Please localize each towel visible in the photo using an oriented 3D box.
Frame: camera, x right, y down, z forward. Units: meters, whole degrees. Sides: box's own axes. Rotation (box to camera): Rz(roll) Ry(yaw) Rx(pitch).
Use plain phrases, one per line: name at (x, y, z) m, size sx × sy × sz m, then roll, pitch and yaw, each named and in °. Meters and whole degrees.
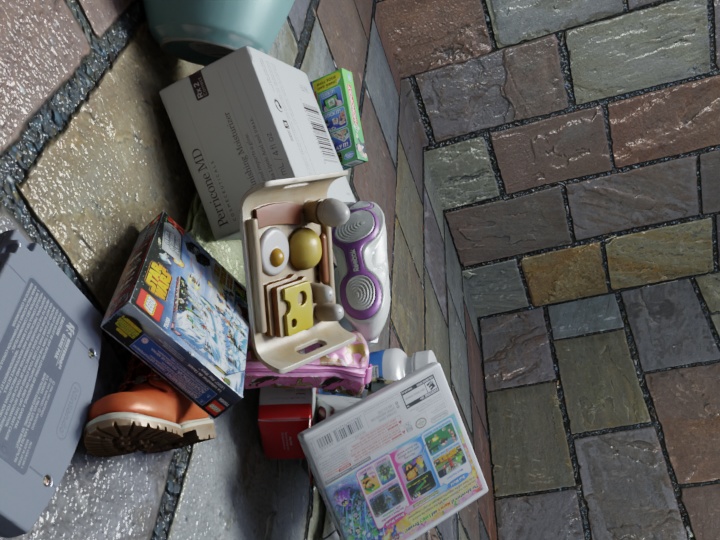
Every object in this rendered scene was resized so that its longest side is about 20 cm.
towel at (-0.168, -0.017, 0.970) m, size 0.149 × 0.036 × 0.200 m, roll -86°, pitch 159°, yaw -45°

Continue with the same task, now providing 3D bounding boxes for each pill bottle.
pill bottle at (0.025, 0.187, 1.206) m, size 0.112 × 0.200 × 0.112 m, roll -12°, pitch 90°, yaw -76°

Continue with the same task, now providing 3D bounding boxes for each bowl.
bowl at (-0.182, -0.315, 0.919) m, size 0.201 × 0.200 × 0.105 m, roll 12°, pitch 87°, yaw -74°

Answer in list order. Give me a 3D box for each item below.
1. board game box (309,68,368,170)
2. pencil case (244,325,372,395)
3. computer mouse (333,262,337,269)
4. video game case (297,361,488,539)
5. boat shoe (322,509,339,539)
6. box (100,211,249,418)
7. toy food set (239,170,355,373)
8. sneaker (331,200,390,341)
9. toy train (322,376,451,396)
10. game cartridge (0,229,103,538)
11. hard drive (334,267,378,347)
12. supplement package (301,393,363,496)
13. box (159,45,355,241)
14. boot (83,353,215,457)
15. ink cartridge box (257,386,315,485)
board game box at (-0.090, -0.194, 1.091) m, size 0.029 × 0.200 × 0.135 m, roll 2°, pitch 75°, yaw -58°
pencil case at (-0.086, 0.105, 0.878) m, size 0.200 × 0.083 × 0.087 m, roll 5°, pitch 52°, yaw -28°
computer mouse at (-0.080, -0.041, 1.151) m, size 0.200 × 0.034 × 0.059 m, roll 42°, pitch -46°, yaw 36°
video game case at (0.044, 0.235, 0.909) m, size 0.024 × 0.200 × 0.182 m, roll -5°, pitch -72°, yaw 65°
boat shoe at (-0.030, 0.345, 1.160) m, size 0.070 × 0.071 × 0.200 m, roll 48°, pitch 22°, yaw -3°
box at (-0.171, 0.036, 0.737) m, size 0.137 × 0.040 × 0.200 m, roll 47°, pitch 14°, yaw -23°
toy food set at (-0.055, -0.003, 0.810) m, size 0.143 × 0.060 × 0.200 m, roll -19°, pitch 109°, yaw -54°
sneaker at (0.000, 0.000, 0.981) m, size 0.100 × 0.075 × 0.200 m, roll 74°, pitch 13°, yaw -55°
toy train at (0.036, 0.176, 1.116) m, size 0.046 × 0.200 × 0.034 m, roll 141°, pitch -44°, yaw -80°
game cartridge at (-0.255, 0.083, 0.554) m, size 0.200 × 0.040 × 0.133 m, roll -88°, pitch 156°, yaw -45°
hard drive at (-0.046, 0.074, 1.087) m, size 0.027 × 0.200 × 0.132 m, roll 11°, pitch 61°, yaw -33°
supplement package at (-0.008, 0.235, 1.015) m, size 0.200 × 0.109 × 0.114 m, roll 158°, pitch -60°, yaw -77°
box at (-0.123, -0.153, 0.959) m, size 0.199 × 0.131 × 0.200 m, roll 68°, pitch 17°, yaw 1°
boot at (-0.197, 0.112, 0.686) m, size 0.200 × 0.075 × 0.107 m, roll 59°, pitch 18°, yaw -78°
ink cartridge box at (-0.093, 0.166, 0.975) m, size 0.116 × 0.067 × 0.200 m, roll 90°, pitch -1°, yaw -52°
